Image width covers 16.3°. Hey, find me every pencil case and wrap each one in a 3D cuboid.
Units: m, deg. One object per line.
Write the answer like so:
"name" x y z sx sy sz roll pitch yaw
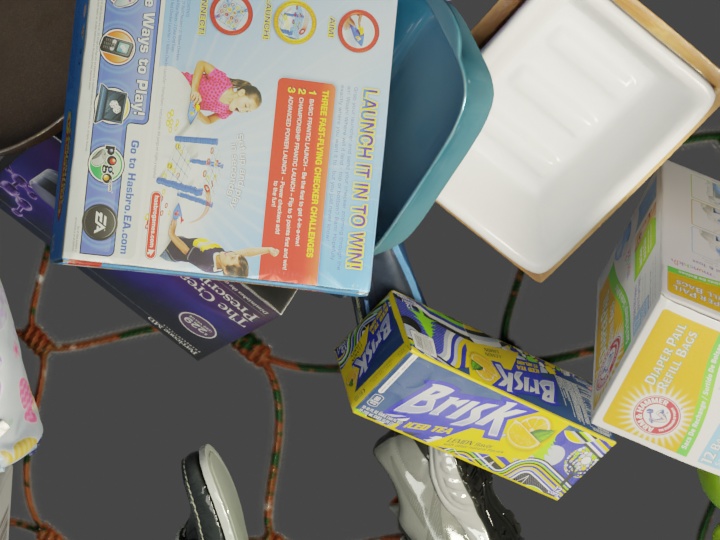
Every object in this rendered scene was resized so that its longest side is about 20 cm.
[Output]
"pencil case" -0.291 0.050 1.815 0.083 0.091 0.200 -6 116 10

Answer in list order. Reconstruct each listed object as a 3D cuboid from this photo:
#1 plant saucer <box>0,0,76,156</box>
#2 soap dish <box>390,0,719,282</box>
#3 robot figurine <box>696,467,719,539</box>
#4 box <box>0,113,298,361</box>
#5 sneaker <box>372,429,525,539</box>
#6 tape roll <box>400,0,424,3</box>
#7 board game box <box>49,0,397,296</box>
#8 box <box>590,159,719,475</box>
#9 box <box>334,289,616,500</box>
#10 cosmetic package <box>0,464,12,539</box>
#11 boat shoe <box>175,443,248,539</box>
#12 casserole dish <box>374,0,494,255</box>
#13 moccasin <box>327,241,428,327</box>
"plant saucer" -0.219 -0.153 1.656 0.200 0.200 0.032 -26 141 19
"soap dish" 0.128 -0.111 1.686 0.157 0.081 0.200 38 116 -13
"robot figurine" 0.324 0.147 1.779 0.200 0.116 0.176 34 107 -10
"box" -0.143 -0.039 1.723 0.200 0.079 0.141 38 153 -13
"sneaker" 0.070 0.195 1.866 0.079 0.074 0.200 -12 110 23
"tape roll" 0.034 -0.276 1.611 0.200 0.066 0.200 3 117 5
"board game box" -0.085 -0.092 1.570 0.196 0.056 0.200 7 87 -15
"box" 0.223 0.030 1.681 0.101 0.200 0.113 22 118 -5
"box" 0.081 0.089 1.766 0.200 0.064 0.070 26 120 -33
"cosmetic package" -0.370 0.189 1.907 0.200 0.071 0.102 8 118 3
"boat shoe" -0.109 0.222 1.893 0.060 0.076 0.200 -13 115 7
"casserole dish" 0.027 -0.094 1.629 0.039 0.121 0.200 2 138 -34
"moccasin" 0.000 0.000 1.757 0.068 0.080 0.200 -20 113 4
